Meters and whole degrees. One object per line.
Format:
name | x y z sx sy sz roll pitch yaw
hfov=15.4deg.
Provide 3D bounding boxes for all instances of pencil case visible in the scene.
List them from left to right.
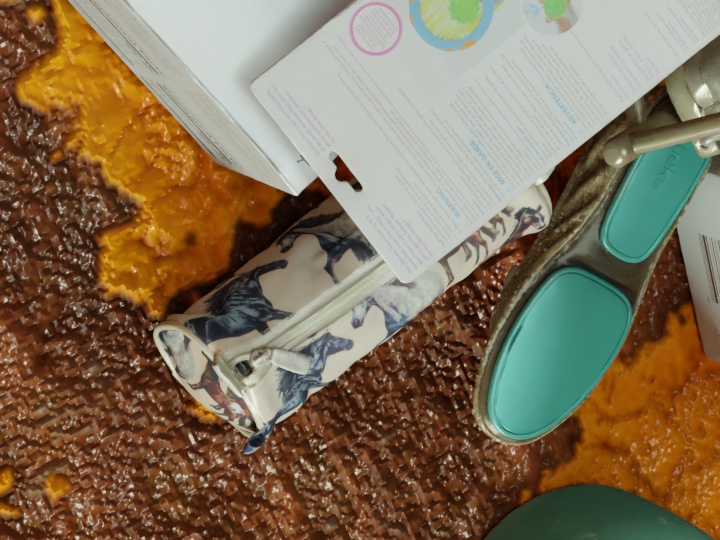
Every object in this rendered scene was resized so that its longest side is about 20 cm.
pencil case | 0.000 0.000 1.284 0.200 0.089 0.078 -37 112 -14

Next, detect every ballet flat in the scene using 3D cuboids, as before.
ballet flat | 0.112 -0.004 1.344 0.070 0.065 0.201 36 86 -26

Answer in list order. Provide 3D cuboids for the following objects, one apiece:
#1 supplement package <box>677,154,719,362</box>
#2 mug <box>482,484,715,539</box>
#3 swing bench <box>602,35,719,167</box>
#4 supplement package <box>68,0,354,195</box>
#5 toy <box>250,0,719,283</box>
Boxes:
supplement package | 0.279 -0.026 1.385 0.199 0.117 0.118 -20 107 -18
mug | 0.126 0.211 1.366 0.152 0.114 0.186 30 87 -26
swing bench | 0.239 -0.130 1.256 0.199 0.198 0.131 -3 83 -49
supplement package | -0.057 -0.164 1.214 0.156 0.111 0.200 -46 115 -9
toy | 0.062 -0.103 1.186 0.200 0.047 0.115 -38 103 5
